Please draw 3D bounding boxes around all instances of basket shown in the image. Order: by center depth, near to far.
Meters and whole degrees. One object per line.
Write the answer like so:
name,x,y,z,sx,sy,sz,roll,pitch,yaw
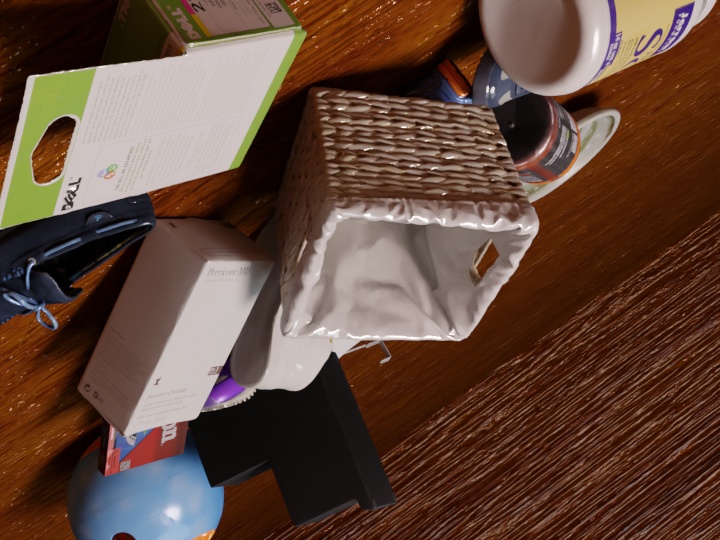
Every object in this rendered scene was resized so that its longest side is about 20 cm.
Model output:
basket,0.031,-0.048,0.930,0.199,0.161,0.198,3,144,-16

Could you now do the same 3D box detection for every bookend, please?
bookend,-0.091,0.225,1.180,0.198,0.201,0.092,-28,164,14

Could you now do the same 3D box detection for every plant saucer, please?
plant saucer,0.278,-0.173,1.415,0.200,0.050,0.200,-33,162,-12

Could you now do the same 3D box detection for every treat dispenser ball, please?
treat dispenser ball,-0.279,0.295,1.289,0.201,0.201,0.201,-33,163,-12

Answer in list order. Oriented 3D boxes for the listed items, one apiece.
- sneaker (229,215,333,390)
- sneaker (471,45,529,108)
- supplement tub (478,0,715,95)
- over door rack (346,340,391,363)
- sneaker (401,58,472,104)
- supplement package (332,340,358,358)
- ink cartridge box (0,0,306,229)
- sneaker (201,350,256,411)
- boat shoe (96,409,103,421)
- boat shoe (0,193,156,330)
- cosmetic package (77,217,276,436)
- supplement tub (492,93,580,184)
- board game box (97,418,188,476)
sneaker,-0.073,0.035,1.091,0.115,0.073,0.201,20,86,-58
sneaker,0.188,-0.215,0.999,0.200,0.082,0.070,-43,148,-36
supplement tub,0.226,-0.258,0.922,0.200,0.146,0.146,-26,160,-30
over door rack,-0.037,0.087,1.422,0.199,0.067,0.148,-6,152,-20
sneaker,0.075,-0.149,1.064,0.078,0.075,0.200,-26,154,-6
supplement package,0.000,0.000,1.218,0.200,0.111,0.156,-38,163,4
ink cartridge box,-0.154,-0.120,0.658,0.200,0.076,0.148,-21,158,-39
sneaker,-0.149,0.077,1.118,0.069,0.100,0.200,-11,-158,22
boat shoe,-0.273,0.150,1.140,0.065,0.073,0.201,-10,134,-28
boat shoe,-0.251,-0.003,0.782,0.200,0.069,0.084,-40,163,11
cosmetic package,-0.179,0.052,0.963,0.113,0.081,0.200,-6,129,-58
supplement tub,0.208,-0.162,1.208,0.107,0.107,0.200,-41,162,16
board game box,-0.227,0.123,1.072,0.103,0.019,0.201,-11,121,-43
